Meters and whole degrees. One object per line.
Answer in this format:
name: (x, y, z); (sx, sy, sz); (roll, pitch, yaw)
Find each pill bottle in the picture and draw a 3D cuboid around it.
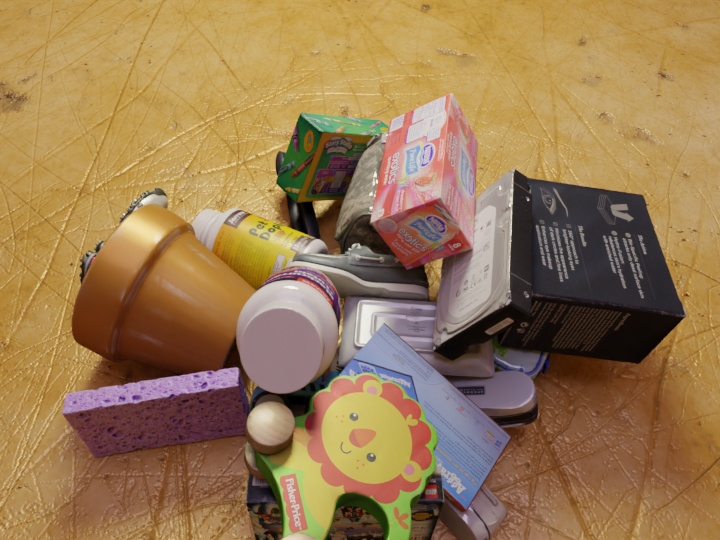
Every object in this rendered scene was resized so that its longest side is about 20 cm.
pill bottle: (-0.077, 0.062, 0.651); (0.108, 0.115, 0.200); (2, 8, -1)
pill bottle: (-0.152, -0.021, 0.865); (0.195, 0.111, 0.110); (20, 51, 14)

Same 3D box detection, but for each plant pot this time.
plant pot: (-0.233, 0.048, 0.764); (0.180, 0.202, 0.203); (28, 52, 0)

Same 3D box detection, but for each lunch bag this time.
lunch bag: (0.038, -0.089, 0.893); (0.135, 0.170, 0.204); (9, 49, 5)
lunch bag: (0.197, 0.070, 0.826); (0.157, 0.084, 0.202); (22, 52, 16)

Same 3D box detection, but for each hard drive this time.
hard drive: (0.147, -0.009, 0.711); (0.037, 0.139, 0.204); (27, 52, -18)

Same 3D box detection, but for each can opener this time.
can opener: (-0.102, -0.106, 0.975); (0.077, 0.063, 0.205); (7, 55, -33)

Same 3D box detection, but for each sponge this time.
sponge: (-0.233, 0.170, 0.701); (0.193, 0.113, 0.030); (-7, 48, -8)

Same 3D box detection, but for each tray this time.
tray: (0.072, 0.077, 0.749); (0.193, 0.023, 0.110); (4, 50, 2)

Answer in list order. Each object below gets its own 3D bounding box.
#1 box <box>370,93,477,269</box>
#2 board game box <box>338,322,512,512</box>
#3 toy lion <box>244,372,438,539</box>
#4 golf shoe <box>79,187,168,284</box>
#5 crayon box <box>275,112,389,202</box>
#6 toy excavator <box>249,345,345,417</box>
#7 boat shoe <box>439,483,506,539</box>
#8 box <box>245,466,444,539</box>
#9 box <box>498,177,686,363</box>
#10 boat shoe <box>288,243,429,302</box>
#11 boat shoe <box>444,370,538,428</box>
box: (0.089, -0.118, 0.764); (0.100, 0.095, 0.204); (-17, 44, 30)
board game box: (0.069, 0.164, 0.676); (0.199, 0.020, 0.103); (41, 61, 10)
toy lion: (-0.009, 0.192, 0.554); (0.186, 0.070, 0.203); (-4, 46, -18)
golf shoe: (-0.343, -0.039, 0.908); (0.087, 0.078, 0.203); (29, 54, -5)
crayon box: (-0.032, -0.180, 0.947); (0.058, 0.121, 0.197); (41, 31, 28)
toy excavator: (-0.039, 0.145, 0.752); (0.188, 0.102, 0.203); (5, 41, -1)
boat shoe: (0.090, 0.225, 0.699); (0.065, 0.073, 0.200); (-30, 60, -26)
box: (-0.017, 0.256, 0.624); (0.193, 0.139, 0.041); (0, 47, -2)
box: (0.279, -0.002, 0.769); (0.193, 0.119, 0.201); (7, 51, -4)
boat shoe: (0.000, 0.000, 0.795); (0.194, 0.073, 0.064); (11, 64, -12)
boat shoe: (0.127, 0.169, 0.751); (0.194, 0.069, 0.073); (-7, 42, 19)
